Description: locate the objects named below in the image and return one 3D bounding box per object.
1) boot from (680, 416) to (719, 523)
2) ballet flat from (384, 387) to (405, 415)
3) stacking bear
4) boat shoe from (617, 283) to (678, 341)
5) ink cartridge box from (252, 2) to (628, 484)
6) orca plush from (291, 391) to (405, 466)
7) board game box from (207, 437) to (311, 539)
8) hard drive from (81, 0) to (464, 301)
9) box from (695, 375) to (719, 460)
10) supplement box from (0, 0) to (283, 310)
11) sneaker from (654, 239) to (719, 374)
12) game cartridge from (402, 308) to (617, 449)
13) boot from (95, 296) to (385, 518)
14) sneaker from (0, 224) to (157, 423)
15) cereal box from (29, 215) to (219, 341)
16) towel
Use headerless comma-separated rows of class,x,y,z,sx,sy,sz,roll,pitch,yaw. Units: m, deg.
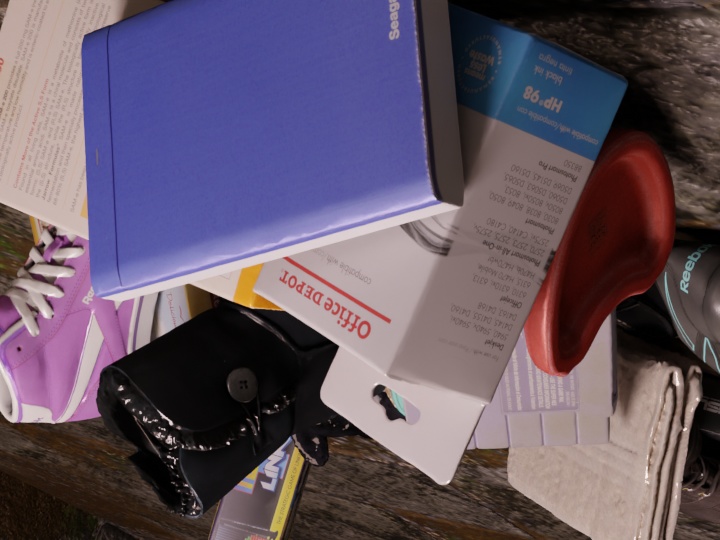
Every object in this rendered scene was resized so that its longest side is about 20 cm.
boot,0.228,0.136,1.346,0.174,0.069,0.200,21,167,-22
ballet flat,0.035,-0.001,1.185,0.070,0.065,0.201,5,125,9
stacking bear,0.046,-0.048,0.995,0.200,0.121,0.114,23,138,32
boat shoe,0.126,0.004,1.155,0.074,0.062,0.200,1,157,47
ink cartridge box,0.026,-0.018,0.877,0.067,0.201,0.116,18,-173,-39
orca plush,-0.019,0.099,1.344,0.199,0.071,0.105,10,-166,-30
board game box,-0.062,0.131,1.487,0.057,0.201,0.165,17,-175,1
hard drive,-0.046,-0.071,0.873,0.200,0.132,0.025,-15,163,36
box,0.188,0.106,1.461,0.199,0.048,0.193,16,166,13
supplement box,-0.096,-0.069,0.981,0.200,0.126,0.073,23,-172,28
sneaker,0.238,0.036,1.138,0.079,0.076,0.200,24,166,44
game cartridge,0.083,0.039,1.115,0.129,0.038,0.200,-6,143,3
boot,-0.085,0.028,1.153,0.076,0.168,0.201,-4,111,54
sneaker,-0.184,0.003,1.185,0.114,0.201,0.073,-7,-160,-37
cereal box,-0.157,-0.026,1.274,0.039,0.144,0.200,-14,-172,-35
towel,0.155,0.102,1.251,0.034,0.133,0.200,6,-170,-23
